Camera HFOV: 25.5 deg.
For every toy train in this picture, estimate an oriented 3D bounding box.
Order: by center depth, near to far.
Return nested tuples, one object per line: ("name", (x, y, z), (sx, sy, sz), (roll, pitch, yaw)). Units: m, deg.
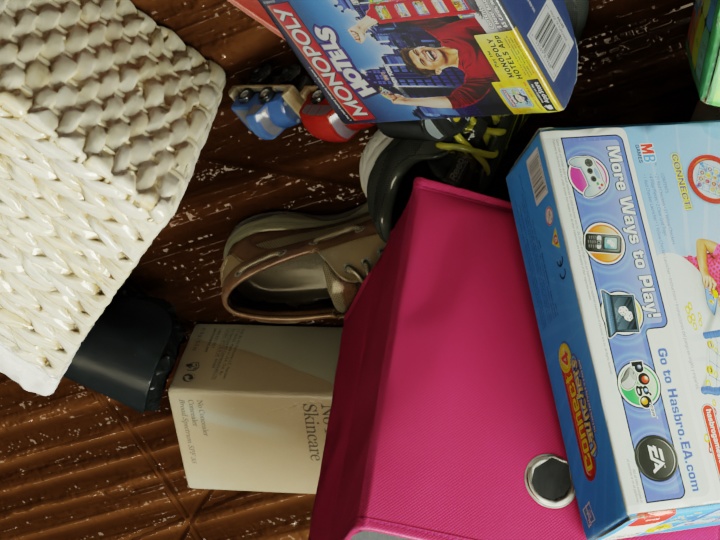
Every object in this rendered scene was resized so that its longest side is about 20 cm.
("toy train", (-0.010, -0.096, 0.933), (0.199, 0.046, 0.034), (8, 150, 47))

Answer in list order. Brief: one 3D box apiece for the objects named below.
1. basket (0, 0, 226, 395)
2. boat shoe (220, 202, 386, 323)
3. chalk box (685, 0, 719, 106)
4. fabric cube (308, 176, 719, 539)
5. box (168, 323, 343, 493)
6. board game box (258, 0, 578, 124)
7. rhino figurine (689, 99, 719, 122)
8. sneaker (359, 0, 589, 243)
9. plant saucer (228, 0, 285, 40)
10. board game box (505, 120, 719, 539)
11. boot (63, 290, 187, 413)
("basket", (-0.204, -0.077, 0.951), (0.197, 0.201, 0.161), (35, 119, -14))
("boat shoe", (0.000, 0.000, 1.031), (0.197, 0.072, 0.076), (-10, 123, 19))
("chalk box", (0.238, -0.149, 0.826), (0.197, 0.125, 0.125), (11, 113, 5))
("fabric cube", (0.085, 0.099, 0.897), (0.194, 0.202, 0.200), (14, 153, -6))
("box", (-0.023, 0.097, 1.102), (0.197, 0.078, 0.096), (0, 124, 13))
("board game box", (-0.008, -0.166, 0.811), (0.198, 0.062, 0.201), (3, 142, 41))
("rhino figurine", (0.221, -0.036, 0.964), (0.086, 0.060, 0.201), (12, 134, -2))
("sneaker", (0.071, -0.089, 0.933), (0.074, 0.085, 0.201), (25, 122, -19))
("plant saucer", (-0.022, -0.198, 0.873), (0.198, 0.037, 0.200), (34, 150, -6))
("board game box", (0.190, 0.024, 0.810), (0.193, 0.203, 0.056), (-4, 159, -17))
("boot", (-0.202, 0.037, 1.037), (0.166, 0.200, 0.077), (22, 96, 2))
